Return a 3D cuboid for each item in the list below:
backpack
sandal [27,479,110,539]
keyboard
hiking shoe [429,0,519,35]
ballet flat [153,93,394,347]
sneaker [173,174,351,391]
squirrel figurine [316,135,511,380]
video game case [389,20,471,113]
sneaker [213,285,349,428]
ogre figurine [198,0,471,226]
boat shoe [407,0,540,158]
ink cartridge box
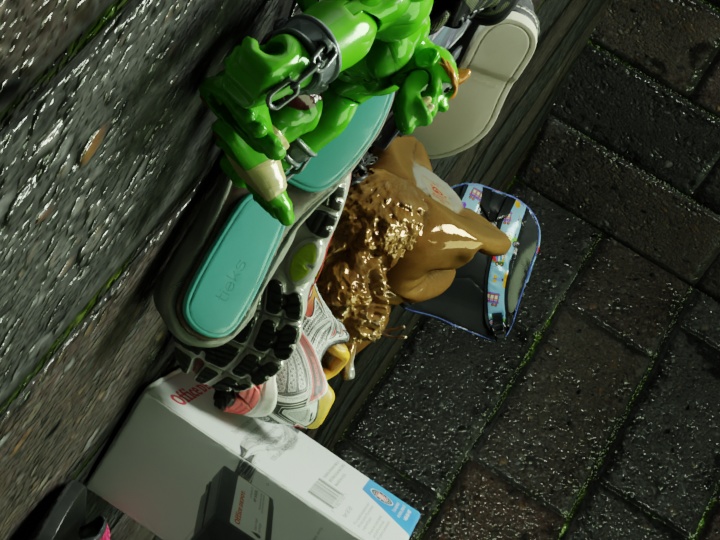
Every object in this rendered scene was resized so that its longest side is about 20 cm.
[{"bbox_3d":[0.155,-0.020,2.344,0.135,0.182,0.200,-97,-153,-86],"label":"backpack"},{"bbox_3d":[-0.184,0.185,1.064,0.075,0.045,0.200,-56,174,-18],"label":"sandal"},{"bbox_3d":[0.033,-0.118,1.295,0.127,0.021,0.200,-47,-178,16],"label":"keyboard"},{"bbox_3d":[0.055,-0.193,1.065,0.101,0.076,0.200,-49,165,-5],"label":"hiking shoe"},{"bbox_3d":[-0.054,-0.050,0.939,0.200,0.067,0.064,-57,-154,-3],"label":"ballet flat"},{"bbox_3d":[-0.052,-0.009,1.058,0.200,0.077,0.085,-60,-179,25],"label":"sneaker"},{"bbox_3d":[0.000,0.000,1.414,0.187,0.142,0.200,-49,165,21],"label":"squirrel figurine"},{"bbox_3d":[0.083,-0.231,1.288,0.200,0.023,0.182,-51,170,-54],"label":"video game case"},{"bbox_3d":[-0.051,0.048,1.190,0.200,0.082,0.078,-84,-160,-56],"label":"sneaker"},{"bbox_3d":[-0.017,-0.097,0.807,0.120,0.098,0.200,-39,156,-9],"label":"ogre figurine"},{"bbox_3d":[0.097,-0.173,1.471,0.200,0.073,0.063,-51,-158,47],"label":"boat shoe"},{"bbox_3d":[-0.069,0.158,1.146,0.084,0.200,0.145,-57,175,9],"label":"ink cartridge box"}]
